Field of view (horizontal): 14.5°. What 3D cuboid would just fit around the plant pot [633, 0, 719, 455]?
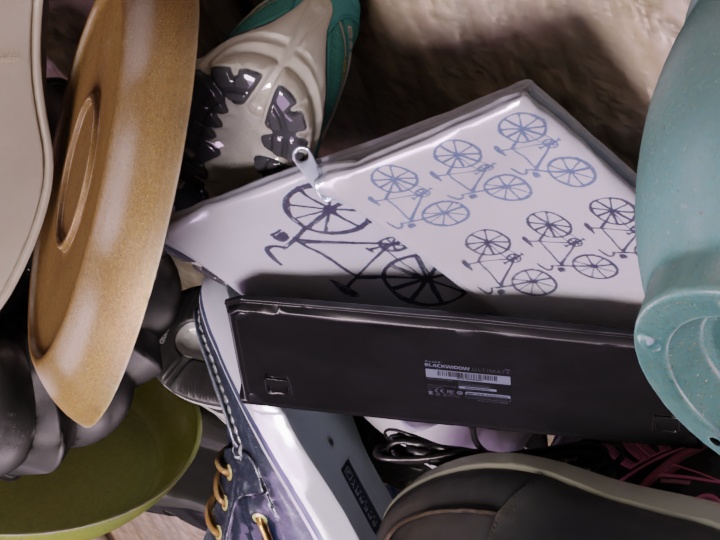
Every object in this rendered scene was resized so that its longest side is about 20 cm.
[{"bbox_3d":[0.171,-0.003,0.947,0.199,0.134,0.201,27,154,15],"label":"plant pot"}]

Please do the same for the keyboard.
[{"bbox_3d":[0.046,0.051,1.176,0.199,0.021,0.127,6,145,8],"label":"keyboard"}]

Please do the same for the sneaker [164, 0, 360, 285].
[{"bbox_3d":[-0.043,-0.054,1.171,0.077,0.080,0.200,34,150,-3],"label":"sneaker"}]

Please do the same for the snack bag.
[{"bbox_3d":[0.040,0.003,1.132,0.199,0.022,0.188,-17,141,35],"label":"snack bag"}]

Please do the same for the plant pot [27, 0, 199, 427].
[{"bbox_3d":[-0.104,-0.038,1.142,0.027,0.201,0.200,12,158,-14],"label":"plant pot"}]

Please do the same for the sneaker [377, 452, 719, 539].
[{"bbox_3d":[0.068,0.136,1.146,0.199,0.106,0.075,1,124,40],"label":"sneaker"}]

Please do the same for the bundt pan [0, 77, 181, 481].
[{"bbox_3d":[-0.163,0.002,1.264,0.202,0.202,0.076,47,159,-26],"label":"bundt pan"}]

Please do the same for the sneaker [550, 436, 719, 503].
[{"bbox_3d":[0.135,0.100,1.217,0.079,0.096,0.200,40,155,-20],"label":"sneaker"}]

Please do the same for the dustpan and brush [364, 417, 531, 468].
[{"bbox_3d":[0.000,0.000,1.247,0.199,0.057,0.140,28,136,-1],"label":"dustpan and brush"}]

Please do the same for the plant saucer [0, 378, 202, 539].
[{"bbox_3d":[-0.177,0.081,1.371,0.199,0.200,0.031,22,122,24],"label":"plant saucer"}]

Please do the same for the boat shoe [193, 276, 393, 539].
[{"bbox_3d":[-0.044,0.099,1.280,0.091,0.071,0.201,-23,99,24],"label":"boat shoe"}]

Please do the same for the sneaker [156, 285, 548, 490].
[{"bbox_3d":[0.004,0.065,1.364,0.199,0.076,0.115,19,170,17],"label":"sneaker"}]

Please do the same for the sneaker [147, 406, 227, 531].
[{"bbox_3d":[-0.069,0.109,1.505,0.198,0.077,0.114,19,179,-8],"label":"sneaker"}]

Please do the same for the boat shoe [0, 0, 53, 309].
[{"bbox_3d":[-0.165,-0.072,1.190,0.066,0.201,0.057,6,-179,-24],"label":"boat shoe"}]

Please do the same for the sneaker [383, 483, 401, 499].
[{"bbox_3d":[-0.005,0.176,1.426,0.085,0.077,0.200,-7,145,-2],"label":"sneaker"}]
